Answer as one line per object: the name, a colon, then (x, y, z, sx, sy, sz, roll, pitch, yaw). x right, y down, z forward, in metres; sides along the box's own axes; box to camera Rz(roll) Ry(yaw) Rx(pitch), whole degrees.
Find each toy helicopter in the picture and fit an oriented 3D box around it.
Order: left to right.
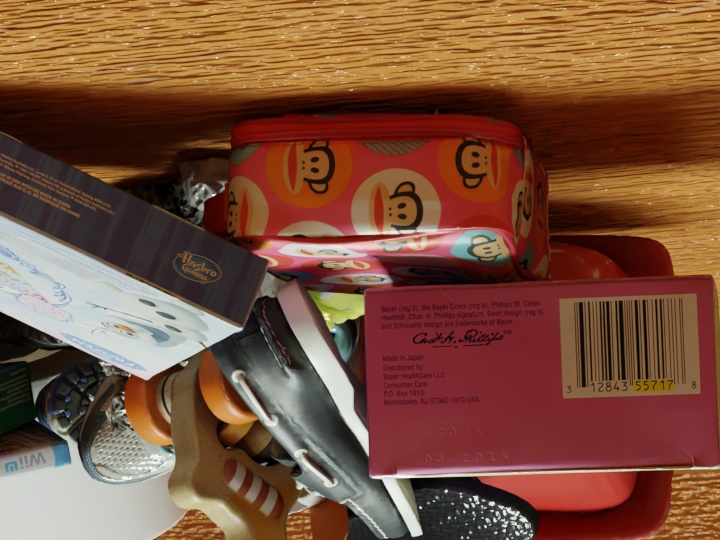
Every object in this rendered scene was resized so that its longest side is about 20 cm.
toy helicopter: (-0.053, 0.136, 1.565, 0.079, 0.201, 0.132, -18, 162, 40)

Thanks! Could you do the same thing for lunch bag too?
lunch bag: (0.006, -0.030, 1.461, 0.175, 0.083, 0.200, -2, 171, 10)

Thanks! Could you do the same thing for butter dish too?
butter dish: (0.087, 0.054, 1.688, 0.199, 0.201, 0.148, 0, 160, 9)

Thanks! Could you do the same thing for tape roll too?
tape roll: (-0.231, 0.121, 1.992, 0.201, 0.140, 0.203, -12, -166, 3)

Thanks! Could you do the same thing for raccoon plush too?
raccoon plush: (-0.110, 0.020, 1.586, 0.096, 0.135, 0.200, -1, 171, -1)

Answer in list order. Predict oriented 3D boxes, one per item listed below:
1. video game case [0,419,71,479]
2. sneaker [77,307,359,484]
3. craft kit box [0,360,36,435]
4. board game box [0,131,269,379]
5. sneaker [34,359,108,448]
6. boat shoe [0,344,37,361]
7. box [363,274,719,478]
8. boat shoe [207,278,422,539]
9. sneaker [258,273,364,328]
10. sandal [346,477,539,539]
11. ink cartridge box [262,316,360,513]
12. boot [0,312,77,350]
video game case: (-0.293, 0.129, 1.793, 0.199, 0.018, 0.143, -12, -174, -15)
sneaker: (-0.091, 0.071, 1.767, 0.199, 0.078, 0.086, -32, -170, -1)
craft kit box: (-0.340, 0.106, 1.800, 0.196, 0.049, 0.200, -4, -172, 25)
board game box: (-0.166, -0.014, 1.438, 0.199, 0.044, 0.199, 26, 163, -13)
sneaker: (-0.127, 0.088, 1.891, 0.199, 0.078, 0.085, 6, 173, -29)
boat shoe: (-0.309, 0.036, 1.901, 0.199, 0.072, 0.066, -4, 171, -41)
box: (0.101, 0.058, 1.471, 0.175, 0.097, 0.200, -2, 175, 8)
boat shoe: (-0.022, 0.083, 1.510, 0.060, 0.076, 0.200, -25, 130, 3)
sneaker: (0.000, 0.000, 1.674, 0.104, 0.076, 0.200, -6, 178, -16)
sandal: (0.039, 0.139, 1.647, 0.075, 0.045, 0.200, 40, 153, -16)
ink cartridge box: (0.021, 0.087, 1.820, 0.199, 0.161, 0.047, -18, 135, 3)
boot: (-0.136, 0.027, 1.847, 0.199, 0.066, 0.164, 10, 173, -39)
